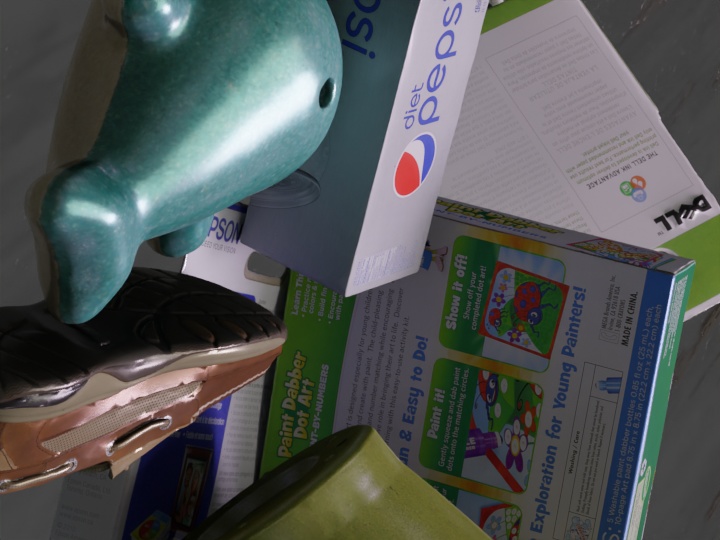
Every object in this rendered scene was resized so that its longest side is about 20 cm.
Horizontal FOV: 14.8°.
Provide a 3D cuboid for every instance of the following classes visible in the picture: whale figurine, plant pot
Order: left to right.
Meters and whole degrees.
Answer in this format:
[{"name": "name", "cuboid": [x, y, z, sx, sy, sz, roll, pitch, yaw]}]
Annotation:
[{"name": "whale figurine", "cuboid": [-0.074, -0.063, 1.201, 0.200, 0.104, 0.159, -62, 157, -43]}, {"name": "plant pot", "cuboid": [0.006, 0.183, 1.301, 0.193, 0.200, 0.200, 55, 32, -4]}]

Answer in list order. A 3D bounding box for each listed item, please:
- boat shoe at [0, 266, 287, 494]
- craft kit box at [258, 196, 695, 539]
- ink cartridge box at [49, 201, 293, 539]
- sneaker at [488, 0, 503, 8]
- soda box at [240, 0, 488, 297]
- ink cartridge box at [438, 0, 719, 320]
[{"name": "boat shoe", "cuboid": [-0.115, 0.050, 1.211, 0.200, 0.076, 0.074, -11, 127, -50]}, {"name": "craft kit box", "cuboid": [0.052, 0.069, 1.382, 0.049, 0.197, 0.200, -29, 131, -67]}, {"name": "ink cartridge box", "cuboid": [-0.080, 0.065, 1.373, 0.198, 0.047, 0.200, 16, 86, -69]}, {"name": "sneaker", "cuboid": [0.067, -0.225, 1.521, 0.130, 0.079, 0.199, -59, 154, -44]}, {"name": "soda box", "cuboid": [0.007, -0.093, 1.292, 0.063, 0.068, 0.200, -20, 132, -52]}, {"name": "ink cartridge box", "cuboid": [0.093, -0.035, 1.465, 0.148, 0.200, 0.076, -26, 164, -22]}]
